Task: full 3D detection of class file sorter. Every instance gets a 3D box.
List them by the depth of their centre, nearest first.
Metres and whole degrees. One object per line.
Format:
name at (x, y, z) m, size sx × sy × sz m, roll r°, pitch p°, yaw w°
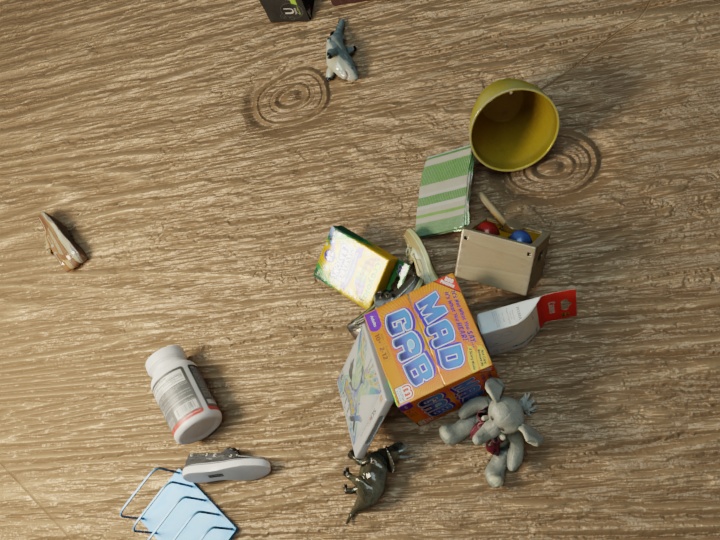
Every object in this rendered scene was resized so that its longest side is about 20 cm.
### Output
file sorter at (-0.388, 0.532, 1.606) m, size 0.199 × 0.123 × 0.139 m, roll 36°, pitch 83°, yaw 25°

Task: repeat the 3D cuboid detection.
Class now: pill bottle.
pill bottle at (-0.401, 0.276, 1.709) m, size 0.115 × 0.116 × 0.201 m, roll -35°, pitch 64°, yaw 1°

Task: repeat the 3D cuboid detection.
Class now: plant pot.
plant pot at (0.328, -0.347, 1.695) m, size 0.196 × 0.202 × 0.143 m, roll -18°, pitch 39°, yaw 9°

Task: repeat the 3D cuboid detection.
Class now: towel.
towel at (0.192, -0.177, 1.720) m, size 0.151 × 0.023 × 0.204 m, roll -9°, pitch 66°, yaw 43°

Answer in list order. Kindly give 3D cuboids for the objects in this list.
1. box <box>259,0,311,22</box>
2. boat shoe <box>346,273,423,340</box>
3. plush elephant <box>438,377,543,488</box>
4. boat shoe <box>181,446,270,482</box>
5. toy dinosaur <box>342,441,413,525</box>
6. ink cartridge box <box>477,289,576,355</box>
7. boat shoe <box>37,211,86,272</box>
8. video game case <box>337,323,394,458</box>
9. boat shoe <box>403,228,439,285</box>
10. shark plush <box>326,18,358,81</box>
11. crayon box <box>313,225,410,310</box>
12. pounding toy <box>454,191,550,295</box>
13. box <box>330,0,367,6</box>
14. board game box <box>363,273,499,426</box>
box at (-0.192, -0.791, 2.025) m, size 0.122 × 0.149 × 0.204 m, roll 4°, pitch 70°, yaw 16°
boat shoe at (0.050, 0.076, 1.629) m, size 0.066 × 0.072 × 0.201 m, roll 43°, pitch 103°, yaw -6°
plush elephant at (0.265, 0.301, 1.471) m, size 0.199 × 0.155 × 0.165 m, roll -41°, pitch 68°, yaw -3°
boat shoe at (-0.290, 0.417, 1.654) m, size 0.196 × 0.071 × 0.067 m, roll -10°, pitch 48°, yaw 10°
toy dinosaur at (0.016, 0.425, 1.549) m, size 0.101 × 0.077 × 0.202 m, roll 17°, pitch 71°, yaw 35°
ink cartridge box at (0.340, 0.107, 1.521) m, size 0.196 × 0.160 × 0.048 m, roll -15°, pitch 65°, yaw 11°
boat shoe at (-0.795, -0.076, 1.985) m, size 0.072 × 0.076 × 0.200 m, roll -44°, pitch 63°, yaw -1°
video game case at (0.006, 0.244, 1.547) m, size 0.022 × 0.184 × 0.202 m, roll 7°, pitch 39°, yaw -22°
boat shoe at (0.131, 0.002, 1.675) m, size 0.062 × 0.073 × 0.204 m, roll -23°, pitch 72°, yaw 2°
shark plush at (-0.048, -0.564, 1.965) m, size 0.081 × 0.092 × 0.203 m, roll 0°, pitch 48°, yaw -4°
crayon box at (0.000, 0.000, 1.698) m, size 0.198 × 0.051 × 0.128 m, roll 30°, pitch 108°, yaw 24°
pounding toy at (0.295, -0.062, 1.593) m, size 0.181 × 0.199 × 0.145 m, roll 16°, pitch 110°, yaw 21°
box at (0.001, -0.817, 1.967) m, size 0.196 × 0.166 × 0.168 m, roll -3°, pitch 68°, yaw 16°
board game box at (0.150, 0.165, 1.535) m, size 0.197 × 0.200 × 0.203 m, roll -25°, pitch 64°, yaw 6°
